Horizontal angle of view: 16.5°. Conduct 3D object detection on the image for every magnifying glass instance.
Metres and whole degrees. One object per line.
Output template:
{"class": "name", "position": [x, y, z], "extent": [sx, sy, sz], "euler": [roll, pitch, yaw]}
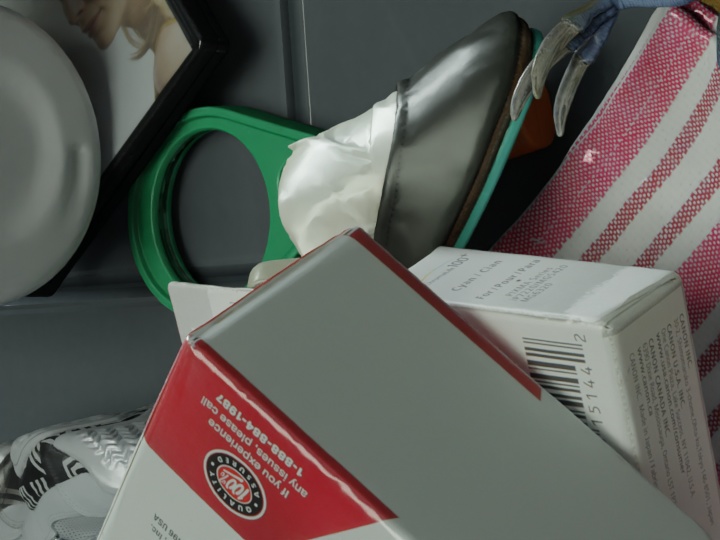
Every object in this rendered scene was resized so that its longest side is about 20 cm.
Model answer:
{"class": "magnifying glass", "position": [-0.012, -0.033, 0.892], "extent": [0.199, 0.022, 0.080], "euler": [-16, 82, 43]}

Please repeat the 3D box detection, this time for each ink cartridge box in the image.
{"class": "ink cartridge box", "position": [0.036, 0.091, 0.794], "extent": [0.175, 0.045, 0.201], "euler": [6, 117, 40]}
{"class": "ink cartridge box", "position": [-0.006, 0.112, 0.750], "extent": [0.144, 0.084, 0.201], "euler": [41, 134, 14]}

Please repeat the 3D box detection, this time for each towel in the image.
{"class": "towel", "position": [0.122, 0.030, 0.767], "extent": [0.200, 0.030, 0.147], "euler": [51, 124, 27]}

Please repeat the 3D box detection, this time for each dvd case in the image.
{"class": "dvd case", "position": [-0.133, -0.111, 0.984], "extent": [0.143, 0.017, 0.201], "euler": [-51, 55, 33]}

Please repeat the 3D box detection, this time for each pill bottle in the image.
{"class": "pill bottle", "position": [-0.200, -0.038, 0.960], "extent": [0.199, 0.111, 0.112], "euler": [-3, 91, 47]}

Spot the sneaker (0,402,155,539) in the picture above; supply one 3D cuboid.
{"class": "sneaker", "position": [-0.091, 0.112, 0.917], "extent": [0.200, 0.075, 0.116], "euler": [-20, 83, 63]}

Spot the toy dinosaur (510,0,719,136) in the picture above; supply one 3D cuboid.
{"class": "toy dinosaur", "position": [0.100, -0.095, 0.735], "extent": [0.105, 0.199, 0.182], "euler": [101, 153, -52]}

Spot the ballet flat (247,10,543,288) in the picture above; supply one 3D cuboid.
{"class": "ballet flat", "position": [0.000, 0.000, 0.822], "extent": [0.068, 0.068, 0.201], "euler": [-88, 14, -59]}
